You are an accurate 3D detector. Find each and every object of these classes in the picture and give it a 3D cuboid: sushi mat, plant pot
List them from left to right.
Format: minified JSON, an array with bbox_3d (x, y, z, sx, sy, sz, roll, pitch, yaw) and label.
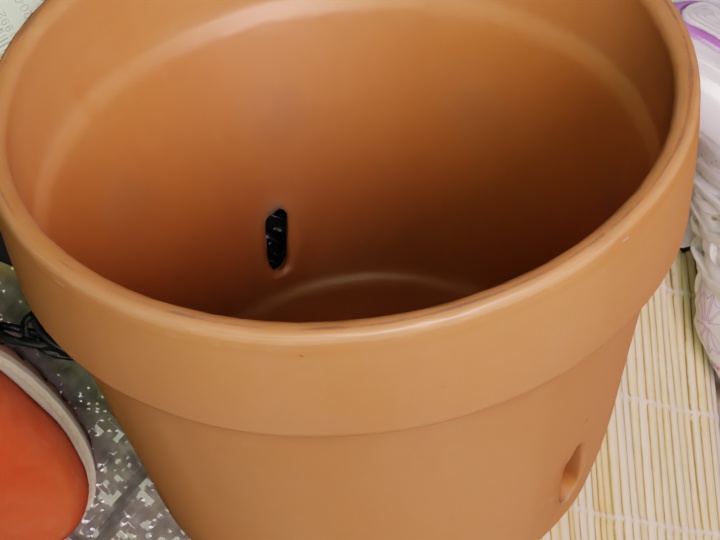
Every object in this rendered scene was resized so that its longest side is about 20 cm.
[{"bbox_3d":[0.000,0.000,0.860,0.200,0.200,0.140,-9,132,-2],"label":"plant pot"},{"bbox_3d":[0.088,0.082,0.954,0.096,0.012,0.200,12,67,-42],"label":"sushi mat"}]

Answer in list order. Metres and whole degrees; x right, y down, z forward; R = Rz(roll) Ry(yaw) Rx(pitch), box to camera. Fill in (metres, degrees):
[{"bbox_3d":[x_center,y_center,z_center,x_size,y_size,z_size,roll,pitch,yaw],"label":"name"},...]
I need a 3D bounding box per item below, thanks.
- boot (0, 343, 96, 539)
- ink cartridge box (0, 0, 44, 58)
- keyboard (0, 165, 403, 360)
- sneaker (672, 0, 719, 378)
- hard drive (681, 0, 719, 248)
[{"bbox_3d":[-0.157,0.059,0.929,0.200,0.107,0.075,31,110,-37],"label":"boot"},{"bbox_3d":[-0.179,-0.084,0.954,0.200,0.067,0.117,-28,98,1],"label":"ink cartridge box"},{"bbox_3d":[-0.041,0.013,0.961,0.200,0.040,0.104,22,125,-17],"label":"keyboard"},{"bbox_3d":[0.138,-0.009,0.947,0.100,0.075,0.200,-42,128,11],"label":"sneaker"},{"bbox_3d":[0.115,-0.113,0.931,0.132,0.025,0.200,-34,130,-1],"label":"hard drive"}]
